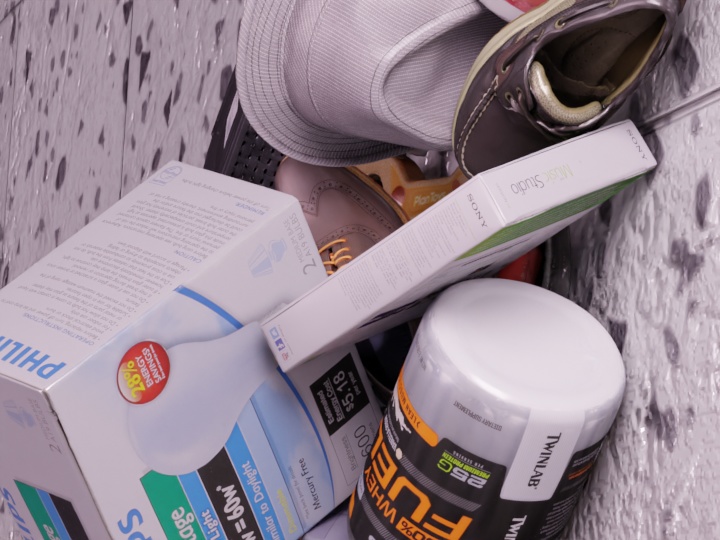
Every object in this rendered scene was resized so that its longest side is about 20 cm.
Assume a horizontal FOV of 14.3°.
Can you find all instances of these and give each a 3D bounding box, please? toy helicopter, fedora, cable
[{"bbox_3d":[0.037,-0.050,1.888,0.200,0.079,0.133,-10,65,59],"label":"toy helicopter"},{"bbox_3d":[0.034,-0.128,1.672,0.090,0.199,0.178,35,120,42],"label":"fedora"},{"bbox_3d":[0.099,-0.054,1.710,0.097,0.050,0.201,-156,74,-66],"label":"cable"}]

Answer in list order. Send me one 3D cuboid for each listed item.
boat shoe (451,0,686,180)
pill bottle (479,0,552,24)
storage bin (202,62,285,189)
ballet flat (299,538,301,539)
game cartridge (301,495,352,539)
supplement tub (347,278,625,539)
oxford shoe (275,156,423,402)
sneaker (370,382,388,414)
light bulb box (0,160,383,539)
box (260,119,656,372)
[{"bbox_3d":[0.109,-0.107,1.581,0.200,0.073,0.065,-51,14,40],"label":"boat shoe"},{"bbox_3d":[0.133,-0.231,1.579,0.200,0.110,0.111,117,152,-46],"label":"pill bottle"},{"bbox_3d":[-0.049,-0.102,2.042,0.135,0.093,0.200,-87,16,-51],"label":"storage bin"},{"bbox_3d":[-0.018,0.184,1.944,0.068,0.068,0.201,115,160,-78],"label":"ballet flat"},{"bbox_3d":[-0.006,0.207,1.798,0.200,0.040,0.134,5,-84,-77],"label":"game cartridge"},{"bbox_3d":[0.065,0.115,1.643,0.123,0.122,0.201,-108,31,-50],"label":"supplement tub"},{"bbox_3d":[0.000,0.000,1.758,0.071,0.073,0.200,-41,65,15],"label":"oxford shoe"},{"bbox_3d":[0.009,0.051,1.829,0.200,0.113,0.076,134,137,-54],"label":"sneaker"},{"bbox_3d":[-0.113,0.077,1.696,0.125,0.200,0.199,16,137,48],"label":"light bulb box"},{"bbox_3d":[0.054,-0.014,1.617,0.200,0.144,0.036,-33,82,42],"label":"box"}]
